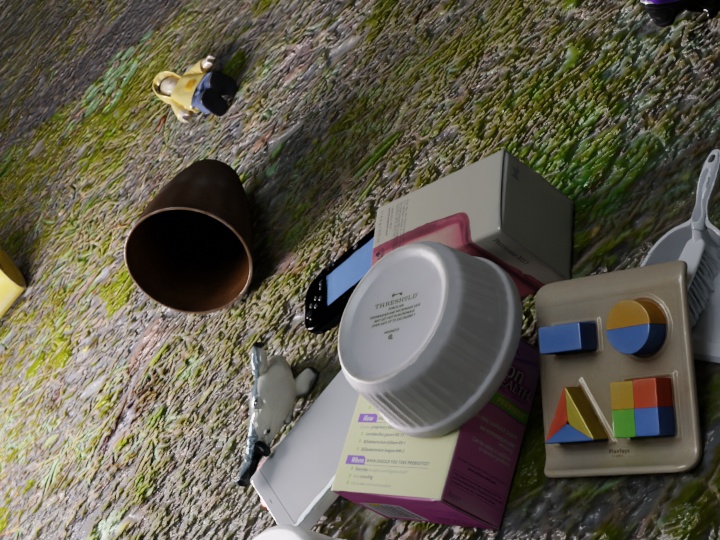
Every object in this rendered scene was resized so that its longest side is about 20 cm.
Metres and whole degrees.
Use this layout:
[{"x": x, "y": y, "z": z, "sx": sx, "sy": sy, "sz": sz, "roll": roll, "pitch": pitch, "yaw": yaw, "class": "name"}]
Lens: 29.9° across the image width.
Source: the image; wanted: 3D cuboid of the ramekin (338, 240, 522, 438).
[{"x": 0.063, "y": 0.063, "z": 1.397, "sx": 0.202, "sy": 0.094, "sz": 0.204, "roll": -31, "pitch": 44, "yaw": 34, "class": "ramekin"}]

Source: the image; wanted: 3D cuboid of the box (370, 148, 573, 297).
[{"x": 0.125, "y": -0.031, "z": 1.531, "sx": 0.199, "sy": 0.127, "sz": 0.110, "roll": -23, "pitch": 48, "yaw": 41, "class": "box"}]

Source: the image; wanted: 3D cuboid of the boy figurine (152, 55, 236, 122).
[{"x": -0.288, "y": -0.315, "z": 2.322, "sx": 0.199, "sy": 0.064, "sz": 0.125, "roll": 19, "pitch": 82, "yaw": 52, "class": "boy figurine"}]

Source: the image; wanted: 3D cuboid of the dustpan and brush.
[{"x": 0.330, "y": -0.019, "z": 1.324, "sx": 0.139, "sy": 0.057, "sz": 0.201, "roll": 7, "pitch": 70, "yaw": 53, "class": "dustpan and brush"}]

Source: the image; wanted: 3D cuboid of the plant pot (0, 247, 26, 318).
[{"x": -0.736, "y": 0.041, "z": 2.513, "sx": 0.188, "sy": 0.201, "sz": 0.201, "roll": -39, "pitch": 37, "yaw": 2, "class": "plant pot"}]

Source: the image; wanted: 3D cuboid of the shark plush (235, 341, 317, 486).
[{"x": -0.114, "y": 0.189, "z": 1.720, "sx": 0.083, "sy": 0.090, "sz": 0.201, "roll": -48, "pitch": 32, "yaw": 47, "class": "shark plush"}]

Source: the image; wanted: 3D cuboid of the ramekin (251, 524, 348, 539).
[{"x": -0.076, "y": 0.381, "z": 1.495, "sx": 0.200, "sy": 0.097, "sz": 0.202, "roll": -31, "pitch": 43, "yaw": 34, "class": "ramekin"}]

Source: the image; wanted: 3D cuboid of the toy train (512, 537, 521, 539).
[{"x": 0.081, "y": 0.336, "z": 1.355, "sx": 0.199, "sy": 0.084, "sz": 0.117, "roll": -19, "pitch": 61, "yaw": 43, "class": "toy train"}]

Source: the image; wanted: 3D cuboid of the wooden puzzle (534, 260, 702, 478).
[{"x": 0.240, "y": 0.098, "z": 1.318, "sx": 0.184, "sy": 0.046, "sz": 0.202, "roll": -12, "pitch": 73, "yaw": 47, "class": "wooden puzzle"}]

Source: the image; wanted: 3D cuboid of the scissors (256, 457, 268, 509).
[{"x": -0.060, "y": 0.232, "z": 1.662, "sx": 0.199, "sy": 0.014, "sz": 0.074, "roll": -35, "pitch": 41, "yaw": 32, "class": "scissors"}]

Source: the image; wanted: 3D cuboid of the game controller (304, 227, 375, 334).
[{"x": 0.000, "y": 0.000, "z": 1.740, "sx": 0.200, "sy": 0.042, "sz": 0.105, "roll": -39, "pitch": 39, "yaw": 25, "class": "game controller"}]

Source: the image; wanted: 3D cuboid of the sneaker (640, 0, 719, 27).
[{"x": 0.385, "y": -0.333, "z": 1.484, "sx": 0.199, "sy": 0.100, "sz": 0.070, "roll": -31, "pitch": 28, "yaw": -14, "class": "sneaker"}]

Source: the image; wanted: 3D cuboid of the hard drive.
[{"x": -0.042, "y": 0.214, "z": 1.625, "sx": 0.200, "sy": 0.027, "sz": 0.132, "roll": -50, "pitch": 35, "yaw": 3, "class": "hard drive"}]

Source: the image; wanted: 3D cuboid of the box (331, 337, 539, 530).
[{"x": 0.083, "y": 0.165, "z": 1.462, "sx": 0.175, "sy": 0.096, "sz": 0.202, "roll": -7, "pitch": 60, "yaw": 49, "class": "box"}]

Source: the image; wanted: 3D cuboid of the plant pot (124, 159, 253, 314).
[{"x": -0.236, "y": -0.071, "z": 1.994, "sx": 0.187, "sy": 0.187, "sz": 0.201, "roll": -37, "pitch": 25, "yaw": 28, "class": "plant pot"}]
